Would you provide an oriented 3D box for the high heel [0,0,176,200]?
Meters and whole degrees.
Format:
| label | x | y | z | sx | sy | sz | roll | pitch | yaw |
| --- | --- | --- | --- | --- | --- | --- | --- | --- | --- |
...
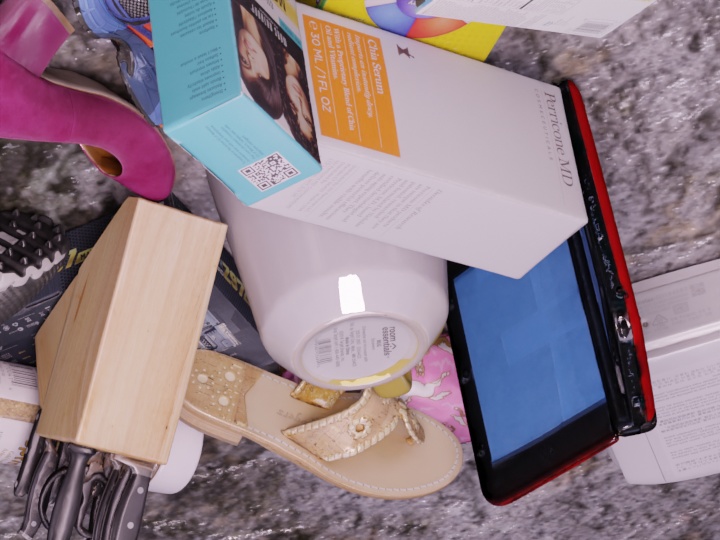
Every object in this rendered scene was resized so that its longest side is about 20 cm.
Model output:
| label | x | y | z | sx | sy | sz | roll | pitch | yaw |
| --- | --- | --- | --- | --- | --- | --- | --- | --- | --- |
| high heel | -0.177 | -0.075 | 1.581 | 0.096 | 0.067 | 0.200 | -52 | 148 | -13 |

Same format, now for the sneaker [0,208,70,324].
| label | x | y | z | sx | sy | sz | roll | pitch | yaw |
| --- | --- | --- | --- | --- | --- | --- | --- | --- | --- |
| sneaker | -0.254 | 0.031 | 1.670 | 0.066 | 0.200 | 0.091 | 30 | 129 | 19 |

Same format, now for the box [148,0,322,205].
| label | x | y | z | sx | sy | sz | roll | pitch | yaw |
| --- | --- | --- | --- | --- | --- | --- | --- | --- | --- |
| box | -0.072 | -0.139 | 1.444 | 0.049 | 0.200 | 0.082 | -24 | 142 | 20 |

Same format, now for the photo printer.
| label | x | y | z | sx | sy | sz | roll | pitch | yaw |
| --- | --- | --- | --- | --- | --- | --- | --- | --- | --- |
| photo printer | 0.241 | 0.077 | 1.924 | 0.166 | 0.069 | 0.200 | -17 | 144 | 9 |

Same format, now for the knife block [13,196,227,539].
| label | x | y | z | sx | sy | sz | roll | pitch | yaw |
| --- | --- | --- | --- | --- | --- | --- | --- | --- | --- |
| knife block | -0.145 | 0.080 | 1.658 | 0.064 | 0.176 | 0.200 | 16 | 130 | -28 |

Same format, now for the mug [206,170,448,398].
| label | x | y | z | sx | sy | sz | roll | pitch | yaw |
| --- | --- | --- | --- | --- | --- | --- | --- | --- | --- |
| mug | 0.002 | -0.006 | 1.685 | 0.187 | 0.153 | 0.149 | 24 | 132 | -38 |

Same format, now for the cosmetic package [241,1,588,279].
| label | x | y | z | sx | sy | sz | roll | pitch | yaw |
| --- | --- | --- | --- | --- | --- | --- | --- | --- | --- |
| cosmetic package | 0.026 | -0.073 | 1.564 | 0.200 | 0.101 | 0.071 | 14 | 141 | -34 |

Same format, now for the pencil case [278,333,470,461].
| label | x | y | z | sx | sy | sz | roll | pitch | yaw |
| --- | --- | --- | --- | --- | --- | --- | --- | --- | --- |
| pencil case | 0.038 | 0.087 | 1.883 | 0.200 | 0.087 | 0.083 | -1 | 173 | -12 |

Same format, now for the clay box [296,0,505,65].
| label | x | y | z | sx | sy | sz | roll | pitch | yaw |
| --- | --- | --- | --- | --- | --- | --- | --- | --- | --- |
| clay box | 0.033 | -0.167 | 1.561 | 0.115 | 0.048 | 0.200 | 6 | 140 | -22 |

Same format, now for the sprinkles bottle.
| label | x | y | z | sx | sy | sz | roll | pitch | yaw |
| --- | --- | --- | --- | --- | --- | --- | --- | --- | --- |
| sprinkles bottle | -0.202 | 0.096 | 1.759 | 0.200 | 0.068 | 0.068 | 13 | 138 | -28 |

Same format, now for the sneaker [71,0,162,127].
| label | x | y | z | sx | sy | sz | roll | pitch | yaw |
| --- | --- | --- | --- | --- | --- | --- | --- | --- | --- |
| sneaker | -0.118 | -0.160 | 1.528 | 0.078 | 0.075 | 0.200 | -24 | 151 | 4 |

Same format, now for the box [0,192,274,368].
| label | x | y | z | sx | sy | sz | roll | pitch | yaw |
| --- | --- | --- | --- | --- | --- | --- | --- | --- | --- |
| box | -0.173 | 0.039 | 1.790 | 0.200 | 0.051 | 0.158 | -22 | 142 | 15 |

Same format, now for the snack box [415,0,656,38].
| label | x | y | z | sx | sy | sz | roll | pitch | yaw |
| --- | --- | --- | --- | --- | --- | --- | --- | --- | --- |
| snack box | 0.119 | -0.174 | 1.438 | 0.116 | 0.037 | 0.200 | 6 | 165 | -21 |

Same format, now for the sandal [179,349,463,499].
| label | x | y | z | sx | sy | sz | roll | pitch | yaw |
| --- | --- | --- | --- | --- | --- | --- | --- | --- | --- |
| sandal | -0.019 | 0.089 | 1.776 | 0.212 | 0.078 | 0.070 | 17 | 142 | -15 |

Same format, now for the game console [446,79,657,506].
| label | x | y | z | sx | sy | sz | roll | pitch | yaw |
| --- | --- | --- | --- | --- | --- | --- | --- | --- | --- |
| game console | 0.106 | 0.014 | 1.694 | 0.119 | 0.200 | 0.172 | -14 | 144 | 3 |
